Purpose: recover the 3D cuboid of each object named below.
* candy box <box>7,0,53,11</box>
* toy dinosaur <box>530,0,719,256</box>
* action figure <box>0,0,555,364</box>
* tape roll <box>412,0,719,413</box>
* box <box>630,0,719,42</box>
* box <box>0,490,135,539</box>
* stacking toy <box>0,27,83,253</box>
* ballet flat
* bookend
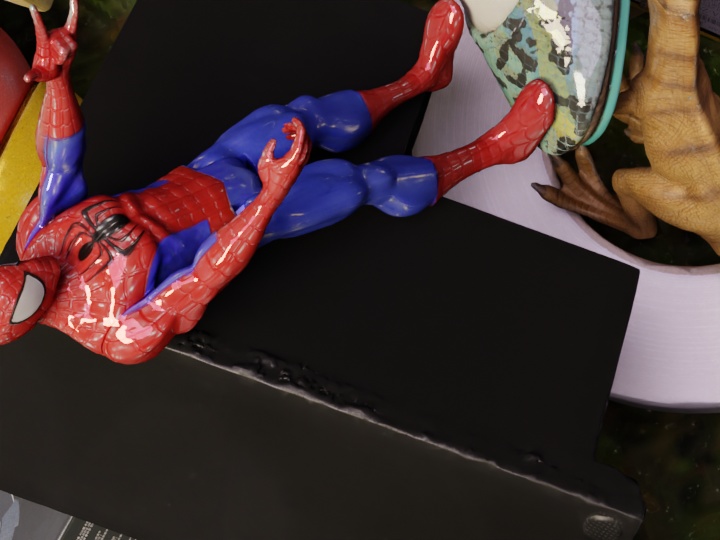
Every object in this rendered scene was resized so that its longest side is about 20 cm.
[{"bbox_3d":[-0.128,-0.155,0.720,0.055,0.200,0.116,18,90,10],"label":"candy box"},{"bbox_3d":[0.113,-0.026,0.792,0.060,0.106,0.200,-40,121,-17],"label":"toy dinosaur"},{"bbox_3d":[-0.027,-0.040,0.671,0.200,0.099,0.065,-30,61,-34],"label":"action figure"},{"bbox_3d":[0.119,-0.050,0.850,0.202,0.037,0.203,-1,83,10],"label":"tape roll"},{"bbox_3d":[0.197,-0.153,0.814,0.159,0.049,0.200,23,72,11],"label":"box"},{"bbox_3d":[-0.167,0.125,0.838,0.160,0.044,0.200,31,90,44],"label":"box"},{"bbox_3d":[-0.140,-0.031,0.864,0.200,0.146,0.146,28,89,-6],"label":"stacking toy"},{"bbox_3d":[0.049,-0.136,0.763,0.074,0.074,0.200,1,73,10],"label":"ballet flat"},{"bbox_3d":[0.000,0.000,0.772,0.198,0.092,0.200,19,46,0],"label":"bookend"}]
